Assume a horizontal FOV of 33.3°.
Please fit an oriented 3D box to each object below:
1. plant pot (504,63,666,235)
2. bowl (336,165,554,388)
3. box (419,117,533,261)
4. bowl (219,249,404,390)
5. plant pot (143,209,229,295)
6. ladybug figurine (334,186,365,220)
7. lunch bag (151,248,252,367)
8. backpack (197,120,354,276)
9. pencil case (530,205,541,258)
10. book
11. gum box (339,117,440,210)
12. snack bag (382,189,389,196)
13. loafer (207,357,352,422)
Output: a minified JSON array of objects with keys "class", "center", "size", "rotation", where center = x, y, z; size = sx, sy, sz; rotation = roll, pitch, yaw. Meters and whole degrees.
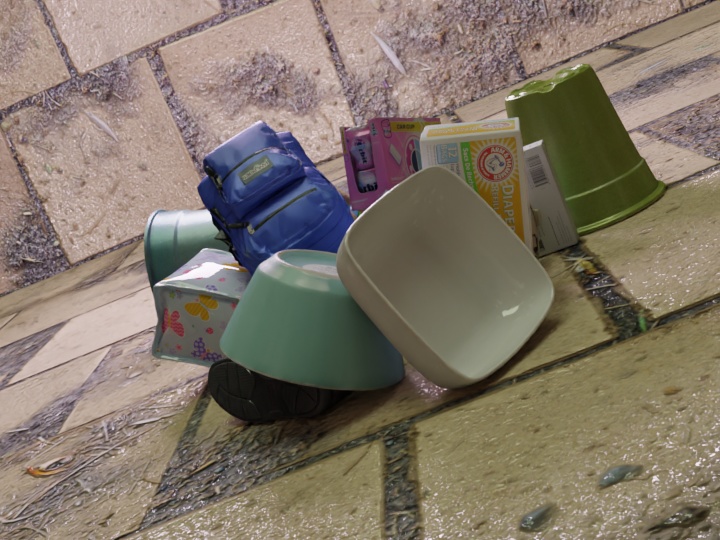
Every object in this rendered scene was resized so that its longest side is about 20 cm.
[{"class":"plant pot","center":[0.277,-0.163,1.594],"size":[0.198,0.191,0.200],"rotation":[-23,11,4]},{"class":"bowl","center":[0.079,0.014,1.202],"size":[0.199,0.200,0.075],"rotation":[-39,-6,-42]},{"class":"box","center":[0.130,-0.059,1.320],"size":[0.111,0.202,0.101],"rotation":[-6,14,8]},{"class":"bowl","center":[-0.043,0.042,1.262],"size":[0.199,0.106,0.201],"rotation":[9,11,-2]},{"class":"plant pot","center":[-0.221,-0.021,1.958],"size":[0.194,0.202,0.200],"rotation":[-12,13,14]},{"class":"ladybug figurine","center":[-0.010,-0.046,1.672],"size":[0.072,0.199,0.136],"rotation":[-48,15,14]},{"class":"lunch bag","center":[-0.151,0.060,1.569],"size":[0.198,0.128,0.170],"rotation":[8,20,12]},{"class":"backpack","center":[-0.107,-0.072,1.511],"size":[0.162,0.168,0.200],"rotation":[-36,49,-1]},{"class":"pencil case","center":[0.125,-0.026,1.466],"size":[0.198,0.078,0.090],"rotation":[-18,22,15]},{"class":"book","center":[0.159,-0.067,1.521],"size":[0.198,0.135,0.048],"rotation":[-19,13,18]},{"class":"gum box","center":[0.049,-0.148,1.660],"size":[0.066,0.115,0.199],"rotation":[-9,1,31]},{"class":"snack bag","center":[0.000,0.000,1.492],"size":[0.021,0.202,0.189],"rotation":[22,11,-5]},{"class":"loafer","center":[-0.087,0.128,1.316],"size":[0.063,0.073,0.199],"rotation":[-8,5,-43]}]
